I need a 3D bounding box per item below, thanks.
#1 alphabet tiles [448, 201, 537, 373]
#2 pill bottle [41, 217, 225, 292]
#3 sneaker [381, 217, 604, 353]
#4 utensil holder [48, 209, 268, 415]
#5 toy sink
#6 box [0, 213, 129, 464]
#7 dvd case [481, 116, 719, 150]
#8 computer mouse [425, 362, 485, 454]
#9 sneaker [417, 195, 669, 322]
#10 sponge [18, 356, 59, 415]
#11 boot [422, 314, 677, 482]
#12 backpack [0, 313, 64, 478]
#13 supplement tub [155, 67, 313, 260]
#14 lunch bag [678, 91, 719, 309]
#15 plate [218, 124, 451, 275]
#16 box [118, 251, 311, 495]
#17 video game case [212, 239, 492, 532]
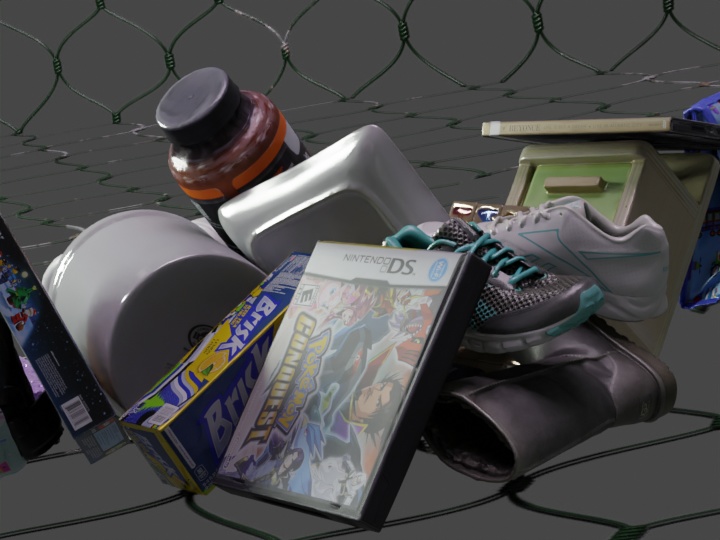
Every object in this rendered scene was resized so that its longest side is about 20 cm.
[{"bbox_3d":[0.092,0.024,1.725,0.006,0.167,0.200,25,-11,-35],"label":"alphabet tiles"},{"bbox_3d":[-0.207,0.015,2.075,0.116,0.117,0.200,0,15,39],"label":"pill bottle"},{"bbox_3d":[0.084,0.007,1.504,0.200,0.091,0.078,-2,21,45],"label":"sneaker"},{"bbox_3d":[-0.156,0.045,1.752,0.170,0.170,0.200,-13,13,-18],"label":"utensil holder"},{"bbox_3d":[0.198,-0.039,1.763,0.130,0.112,0.200,1,59,40],"label":"toy sink"},{"bbox_3d":[-0.247,0.047,1.634,0.038,0.200,0.137,-30,-10,-7],"label":"box"},{"bbox_3d":[0.224,-0.113,1.763,0.149,0.016,0.200,4,-1,-44],"label":"dvd case"},{"bbox_3d":[0.041,0.102,1.626,0.200,0.053,0.138,17,23,39],"label":"computer mouse"},{"bbox_3d":[0.135,-0.021,1.582,0.200,0.080,0.070,10,26,12],"label":"sneaker"},{"bbox_3d":[-0.343,0.111,1.924,0.111,0.030,0.200,-14,12,-23],"label":"sponge"},{"bbox_3d":[0.108,0.083,1.523,0.200,0.073,0.182,-20,32,-39],"label":"boot"},{"bbox_3d":[-0.317,0.105,1.671,0.126,0.167,0.200,-29,16,-3],"label":"backpack"},{"bbox_3d":[-0.091,-0.078,1.785,0.107,0.200,0.107,-21,40,19],"label":"supplement tub"},{"bbox_3d":[0.349,-0.079,1.873,0.094,0.200,0.150,2,15,42],"label":"lunch bag"},{"bbox_3d":[0.000,0.000,1.691,0.200,0.200,0.032,-26,18,42],"label":"plate"},{"bbox_3d":[-0.083,0.076,1.598,0.200,0.070,0.064,-44,27,-24],"label":"box"},{"bbox_3d":[-0.009,0.075,1.487,0.025,0.200,0.181,33,-16,-34],"label":"video game case"}]
